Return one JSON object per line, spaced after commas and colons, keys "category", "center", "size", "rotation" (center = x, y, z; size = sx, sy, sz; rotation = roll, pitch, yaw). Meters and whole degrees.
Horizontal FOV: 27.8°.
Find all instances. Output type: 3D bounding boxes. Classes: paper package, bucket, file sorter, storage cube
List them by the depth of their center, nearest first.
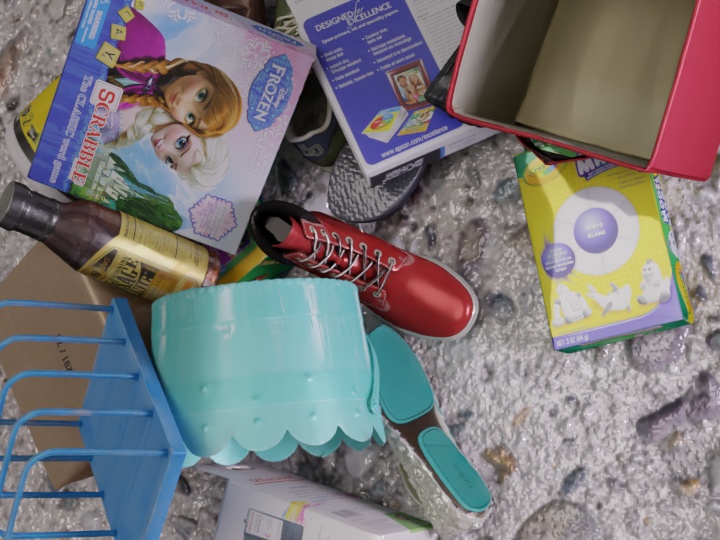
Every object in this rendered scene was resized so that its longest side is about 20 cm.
{"category": "storage cube", "center": [0.193, -0.175, 1.118], "size": [0.170, 0.179, 0.202], "rotation": [19, 100, 26]}
{"category": "file sorter", "center": [-0.236, 0.133, 1.163], "size": [0.200, 0.122, 0.140], "rotation": [58, 136, 48]}
{"category": "bucket", "center": [-0.082, 0.088, 1.209], "size": [0.206, 0.207, 0.136], "rotation": [-9, 79, 24]}
{"category": "paper package", "center": [-0.247, 0.074, 1.362], "size": [0.190, 0.103, 0.201], "rotation": [-39, 72, 40]}

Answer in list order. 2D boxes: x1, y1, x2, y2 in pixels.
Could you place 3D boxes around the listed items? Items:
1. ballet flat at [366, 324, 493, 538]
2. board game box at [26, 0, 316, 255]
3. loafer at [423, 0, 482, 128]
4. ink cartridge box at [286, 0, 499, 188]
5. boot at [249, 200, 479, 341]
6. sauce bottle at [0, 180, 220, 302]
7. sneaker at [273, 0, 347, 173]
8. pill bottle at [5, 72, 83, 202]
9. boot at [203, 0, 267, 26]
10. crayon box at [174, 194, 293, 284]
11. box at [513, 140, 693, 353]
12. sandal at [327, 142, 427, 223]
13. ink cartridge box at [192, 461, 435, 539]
{"category": "ballet flat", "center": [0.042, 0.147, 1.276], "size": [0.072, 0.072, 0.201], "rotation": [-36, 69, 17]}
{"category": "board game box", "center": [-0.165, -0.138, 1.265], "size": [0.198, 0.041, 0.201], "rotation": [19, 113, -10]}
{"category": "loafer", "center": [0.115, -0.217, 1.225], "size": [0.070, 0.068, 0.202], "rotation": [23, 75, 5]}
{"category": "ink cartridge box", "center": [0.055, -0.200, 1.282], "size": [0.196, 0.047, 0.201], "rotation": [-23, 71, -2]}
{"category": "boot", "center": [0.000, 0.000, 1.266], "size": [0.199, 0.144, 0.073], "rotation": [27, 94, 24]}
{"category": "sauce bottle", "center": [-0.220, -0.021, 1.266], "size": [0.066, 0.199, 0.066], "rotation": [-44, 34, 41]}
{"category": "sneaker", "center": [-0.050, -0.193, 1.341], "size": [0.067, 0.090, 0.202], "rotation": [-16, 77, 23]}
{"category": "pill bottle", "center": [-0.223, -0.155, 1.341], "size": [0.200, 0.112, 0.113], "rotation": [-40, 70, 15]}
{"category": "boot", "center": [-0.149, -0.237, 1.411], "size": [0.186, 0.064, 0.202], "rotation": [12, 109, 53]}
{"category": "crayon box", "center": [-0.159, -0.056, 1.393], "size": [0.119, 0.058, 0.201], "rotation": [-40, 70, 16]}
{"category": "box", "center": [0.202, -0.041, 1.231], "size": [0.117, 0.048, 0.202], "rotation": [-16, 76, 22]}
{"category": "sandal", "center": [0.043, -0.125, 1.320], "size": [0.076, 0.043, 0.201], "rotation": [32, 86, 19]}
{"category": "ink cartridge box", "center": [-0.049, 0.228, 1.277], "size": [0.199, 0.117, 0.068], "rotation": [16, 92, 27]}
